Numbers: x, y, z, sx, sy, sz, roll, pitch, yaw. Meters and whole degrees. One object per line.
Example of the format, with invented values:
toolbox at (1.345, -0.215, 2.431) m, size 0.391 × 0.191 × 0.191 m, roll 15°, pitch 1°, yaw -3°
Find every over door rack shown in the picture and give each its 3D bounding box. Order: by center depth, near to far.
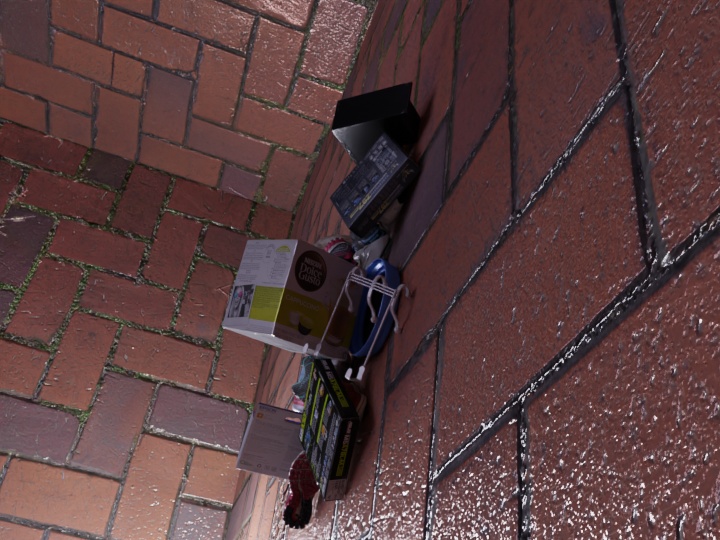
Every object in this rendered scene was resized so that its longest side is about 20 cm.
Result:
over door rack at (-0.002, 0.102, 1.392) m, size 0.146 × 0.067 × 0.202 m, roll 19°, pitch 73°, yaw 46°

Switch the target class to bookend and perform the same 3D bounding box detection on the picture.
bookend at (0.066, -0.321, 1.746) m, size 0.196 × 0.199 × 0.094 m, roll -7°, pitch 56°, yaw 29°

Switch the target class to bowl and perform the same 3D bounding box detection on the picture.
bowl at (0.026, 0.079, 1.520) m, size 0.200 × 0.039 × 0.205 m, roll -162°, pitch 89°, yaw -74°

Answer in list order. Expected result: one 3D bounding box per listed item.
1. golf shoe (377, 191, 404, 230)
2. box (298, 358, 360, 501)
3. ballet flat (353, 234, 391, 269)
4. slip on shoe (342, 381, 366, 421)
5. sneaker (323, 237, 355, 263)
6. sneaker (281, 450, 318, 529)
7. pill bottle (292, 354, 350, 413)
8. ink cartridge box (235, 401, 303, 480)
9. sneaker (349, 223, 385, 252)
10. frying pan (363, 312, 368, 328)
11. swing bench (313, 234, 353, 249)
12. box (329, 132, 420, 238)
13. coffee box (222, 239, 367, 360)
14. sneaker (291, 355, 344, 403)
golf shoe at (0.072, -0.187, 1.692) m, size 0.097 × 0.077 × 0.203 m, roll -41°, pitch 34°, yaw 37°
box at (-0.066, 0.314, 1.475) m, size 0.194 × 0.046 × 0.204 m, roll -123°, pitch 40°, yaw -57°
ballet flat at (0.000, 0.000, 1.679) m, size 0.203 × 0.068 × 0.070 m, roll -63°, pitch 13°, yaw 14°
slip on shoe at (-0.029, 0.271, 1.509) m, size 0.200 × 0.060 × 0.076 m, roll -141°, pitch 69°, yaw -77°
sneaker at (-0.088, 0.018, 1.742) m, size 0.201 × 0.080 × 0.075 m, roll -53°, pitch 43°, yaw 6°
sneaker at (-0.129, 0.470, 1.650) m, size 0.075 × 0.079 × 0.204 m, roll -93°, pitch 21°, yaw -69°
pill bottle at (-0.083, 0.236, 1.711) m, size 0.109 × 0.106 × 0.205 m, roll 148°, pitch 137°, yaw -74°
ink cartridge box at (-0.166, 0.386, 1.685) m, size 0.044 × 0.192 × 0.203 m, roll -98°, pitch 27°, yaw -62°
sneaker at (0.024, -0.080, 1.790) m, size 0.082 × 0.073 × 0.200 m, roll -45°, pitch 13°, yaw 7°
frying pan at (0.014, 0.088, 1.655) m, size 0.115 × 0.030 × 0.195 m, roll -179°, pitch 102°, yaw -78°
swing bench at (-0.078, 0.000, 1.986) m, size 0.199 × 0.127 × 0.205 m, roll -139°, pitch 66°, yaw -79°
box at (0.029, -0.190, 1.638) m, size 0.201 × 0.051 × 0.158 m, roll -50°, pitch 33°, yaw 11°
coffee box at (-0.136, 0.059, 1.558) m, size 0.198 × 0.197 × 0.202 m, roll 1°, pitch 72°, yaw 50°
sneaker at (-0.086, 0.202, 1.628) m, size 0.203 × 0.090 × 0.078 m, roll -63°, pitch -12°, yaw -13°
